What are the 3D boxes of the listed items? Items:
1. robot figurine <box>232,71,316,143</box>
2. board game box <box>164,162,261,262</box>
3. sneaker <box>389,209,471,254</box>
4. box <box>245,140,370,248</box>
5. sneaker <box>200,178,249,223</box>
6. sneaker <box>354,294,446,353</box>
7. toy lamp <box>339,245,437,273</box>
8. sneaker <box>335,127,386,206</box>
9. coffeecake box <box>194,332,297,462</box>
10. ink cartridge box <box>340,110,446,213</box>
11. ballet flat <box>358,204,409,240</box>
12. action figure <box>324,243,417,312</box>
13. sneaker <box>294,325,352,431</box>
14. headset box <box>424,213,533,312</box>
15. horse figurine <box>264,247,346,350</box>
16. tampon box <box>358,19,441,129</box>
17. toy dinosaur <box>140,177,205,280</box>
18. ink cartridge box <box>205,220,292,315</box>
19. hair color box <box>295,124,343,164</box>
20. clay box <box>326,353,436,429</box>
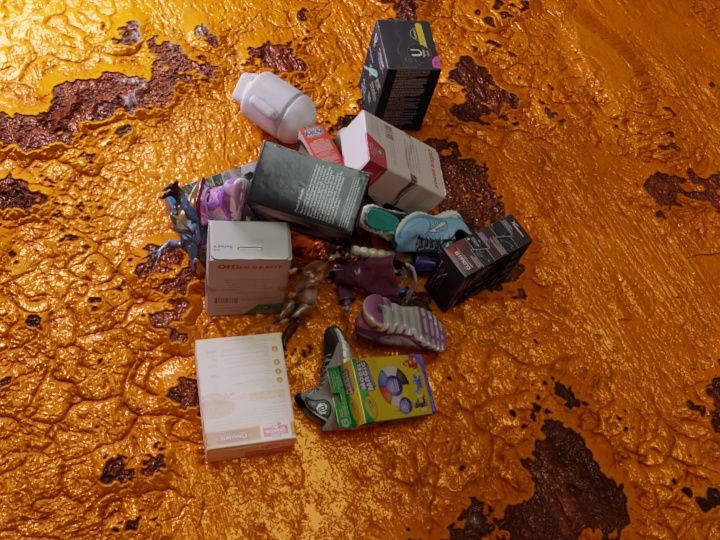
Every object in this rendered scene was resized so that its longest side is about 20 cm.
[{"bbox_3d":[-0.178,-0.351,1.694,0.200,0.113,0.170,34,23,9],"label":"robot figurine"},{"bbox_3d":[-0.269,-0.116,1.565,0.199,0.064,0.148,-23,67,-22],"label":"board game box"},{"bbox_3d":[0.147,-0.068,1.560,0.199,0.079,0.090,-14,45,-33],"label":"sneaker"},{"bbox_3d":[-0.094,-0.133,1.445,0.197,0.200,0.124,18,84,1],"label":"box"},{"bbox_3d":[-0.249,-0.125,1.426,0.088,0.200,0.081,16,82,-6],"label":"sneaker"},{"bbox_3d":[0.071,0.114,1.492,0.199,0.088,0.081,22,45,-26],"label":"sneaker"},{"bbox_3d":[0.056,-0.028,1.591,0.199,0.058,0.058,7,58,-6],"label":"toy lamp"},{"bbox_3d":[-0.004,-0.217,1.679,0.200,0.074,0.115,43,57,12],"label":"sneaker"},{"bbox_3d":[-0.204,0.219,1.372,0.153,0.073,0.201,-4,61,-15],"label":"coffeecake box"},{"bbox_3d":[0.065,-0.212,1.587,0.199,0.083,0.147,23,44,-31],"label":"ink cartridge box"},{"bbox_3d":[0.070,-0.091,1.616,0.199,0.072,0.072,20,53,-31],"label":"ballet flat"},{"bbox_3d":[0.000,0.000,1.533,0.199,0.135,0.149,7,19,20],"label":"action figure"},{"bbox_3d":[-0.068,0.197,1.418,0.115,0.075,0.201,-9,63,-15],"label":"sneaker"},{"bbox_3d":[0.226,-0.010,1.563,0.199,0.149,0.077,-26,68,-24],"label":"headset box"},{"bbox_3d":[-0.109,0.049,1.447,0.050,0.201,0.132,33,30,18],"label":"horse figurine"},{"bbox_3d":[0.086,-0.435,1.755,0.126,0.200,0.151,-3,61,-14],"label":"tampon box"},{"bbox_3d":[-0.309,-0.076,1.450,0.200,0.105,0.182,-30,90,-39],"label":"toy dinosaur"},{"bbox_3d":[-0.208,-0.002,1.428,0.144,0.200,0.088,-1,60,-13],"label":"ink cartridge box"},{"bbox_3d":[-0.068,-0.194,1.635,0.061,0.102,0.201,-18,64,-22],"label":"hair color box"},{"bbox_3d":[0.039,0.214,1.393,0.199,0.048,0.115,1,67,-41],"label":"clay box"}]
